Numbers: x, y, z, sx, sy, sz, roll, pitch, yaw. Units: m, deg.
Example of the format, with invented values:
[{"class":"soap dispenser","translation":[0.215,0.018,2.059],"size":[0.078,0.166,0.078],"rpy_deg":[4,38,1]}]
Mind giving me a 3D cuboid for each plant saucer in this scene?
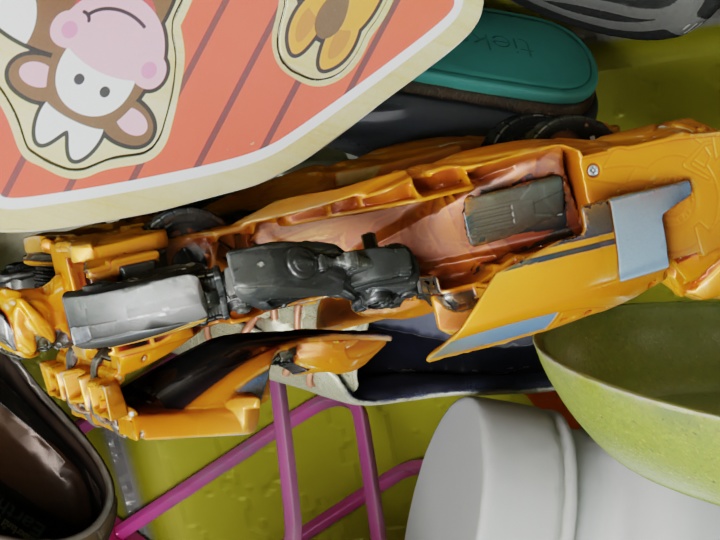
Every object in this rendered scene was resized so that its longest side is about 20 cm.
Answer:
[{"class":"plant saucer","translation":[0.144,0.041,0.780],"size":[0.200,0.200,0.031],"rpy_deg":[3,100,-8]}]

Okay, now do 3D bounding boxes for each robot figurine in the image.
[{"class":"robot figurine","translation":[0.000,0.000,0.767],"size":[0.200,0.145,0.058],"rpy_deg":[-14,97,-17]}]

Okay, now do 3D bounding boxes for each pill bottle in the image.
[{"class":"pill bottle","translation":[0.119,0.095,0.879],"size":[0.200,0.111,0.111],"rpy_deg":[11,130,-13]}]

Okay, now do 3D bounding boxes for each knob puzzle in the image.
[{"class":"knob puzzle","translation":[-0.041,-0.097,0.691],"size":[0.220,0.030,0.220],"rpy_deg":[-11,114,-27]}]

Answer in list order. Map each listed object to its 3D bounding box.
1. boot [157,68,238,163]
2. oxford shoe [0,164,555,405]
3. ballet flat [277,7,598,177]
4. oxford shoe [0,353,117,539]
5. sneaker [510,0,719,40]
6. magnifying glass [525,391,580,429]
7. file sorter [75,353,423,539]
[{"class":"boot","translation":[-0.128,-0.082,0.728],"size":[0.200,0.070,0.132],"rpy_deg":[4,142,11]},{"class":"oxford shoe","translation":[-0.024,0.002,0.884],"size":[0.200,0.074,0.071],"rpy_deg":[1,120,-8]},{"class":"ballet flat","translation":[-0.028,-0.057,0.843],"size":[0.200,0.073,0.073],"rpy_deg":[15,129,-20]},{"class":"oxford shoe","translation":[-0.146,0.016,0.779],"size":[0.200,0.073,0.084],"rpy_deg":[33,151,-14]},{"class":"sneaker","translation":[0.018,-0.111,0.787],"size":[0.200,0.083,0.071],"rpy_deg":[29,124,-27]},{"class":"magnifying glass","translation":[0.113,0.093,1.003],"size":[0.080,0.022,0.200],"rpy_deg":[-3,137,47]},{"class":"file sorter","translation":[-0.012,0.132,0.965],"size":[0.125,0.139,0.200],"rpy_deg":[-33,126,21]}]
